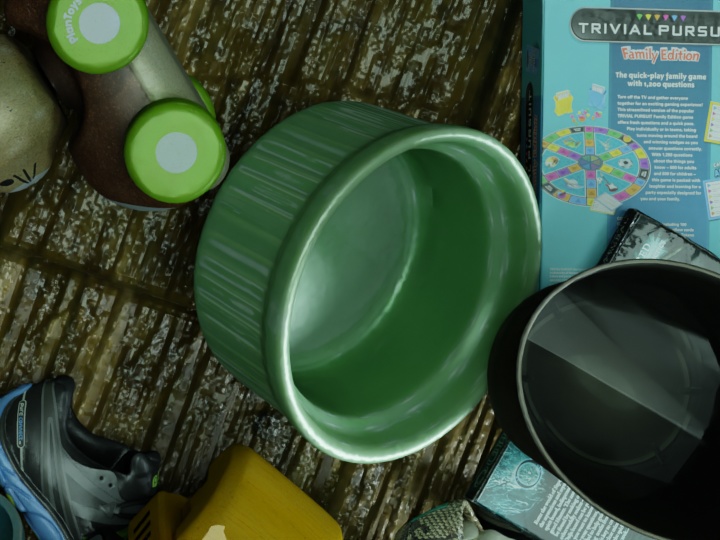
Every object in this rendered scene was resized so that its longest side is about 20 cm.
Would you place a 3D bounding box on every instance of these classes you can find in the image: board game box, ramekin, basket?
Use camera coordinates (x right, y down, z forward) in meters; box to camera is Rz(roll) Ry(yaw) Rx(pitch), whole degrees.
[{"bbox_3d":[0.175,-0.072,1.508,0.151,0.047,0.201,1,91,-12],"label":"board game box"},{"bbox_3d":[0.000,0.000,1.419,0.200,0.098,0.200,-21,123,-36],"label":"ramekin"},{"bbox_3d":[0.168,0.082,1.473,0.135,0.028,0.200,31,86,-9],"label":"board game box"},{"bbox_3d":[0.144,0.064,1.352,0.180,0.200,0.136,29,87,-10],"label":"basket"}]

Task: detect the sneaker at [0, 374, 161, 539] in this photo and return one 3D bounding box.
[{"bbox_3d":[-0.140,0.147,1.449,0.083,0.071,0.200,-35,101,3],"label":"sneaker"}]

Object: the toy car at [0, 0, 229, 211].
[{"bbox_3d":[-0.188,-0.074,1.376,0.200,0.164,0.158,-30,102,1],"label":"toy car"}]

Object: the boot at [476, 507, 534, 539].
[{"bbox_3d":[0.135,0.241,1.532,0.203,0.073,0.154,27,92,-14],"label":"boot"}]

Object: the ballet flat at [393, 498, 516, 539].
[{"bbox_3d":[0.103,0.215,1.458,0.075,0.068,0.200,-37,98,27],"label":"ballet flat"}]

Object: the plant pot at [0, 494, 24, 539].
[{"bbox_3d":[-0.253,0.250,1.380,0.200,0.200,0.188,-22,115,-11],"label":"plant pot"}]

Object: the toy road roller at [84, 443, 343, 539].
[{"bbox_3d":[-0.083,0.183,1.340,0.123,0.200,0.146,40,99,-15],"label":"toy road roller"}]
